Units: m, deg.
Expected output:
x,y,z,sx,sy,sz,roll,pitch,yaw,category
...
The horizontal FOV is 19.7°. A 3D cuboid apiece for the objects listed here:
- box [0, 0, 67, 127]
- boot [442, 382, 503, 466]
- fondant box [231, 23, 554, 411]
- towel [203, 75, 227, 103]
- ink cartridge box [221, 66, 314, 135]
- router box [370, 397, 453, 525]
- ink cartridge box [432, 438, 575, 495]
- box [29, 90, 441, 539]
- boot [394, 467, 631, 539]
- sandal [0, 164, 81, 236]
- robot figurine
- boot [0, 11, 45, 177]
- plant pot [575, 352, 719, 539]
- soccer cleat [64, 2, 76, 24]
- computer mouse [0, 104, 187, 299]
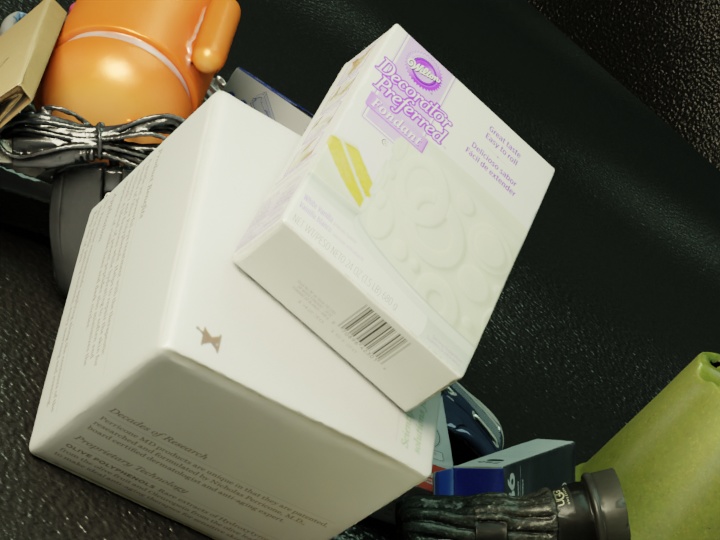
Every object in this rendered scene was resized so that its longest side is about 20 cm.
x,y,z,sx,sy,sz,roll,pitch,yaw,category
-0.276,-0.106,1.419,0.021,0.163,0.200,49,14,-18,box
0.033,0.096,1.625,0.199,0.073,0.090,35,12,-6,boot
0.025,-0.035,1.266,0.144,0.058,0.201,41,44,-14,fondant box
-0.058,-0.071,1.792,0.191,0.032,0.200,41,-12,12,towel
-0.028,-0.087,1.586,0.094,0.044,0.200,30,4,-38,ink cartridge box
-0.031,0.078,1.500,0.199,0.049,0.180,22,41,-30,router box
0.109,0.183,1.515,0.039,0.100,0.200,1,4,27,ink cartridge box
-0.069,0.041,1.306,0.199,0.171,0.200,28,50,-23,box
0.103,0.225,1.409,0.156,0.213,0.080,-11,32,-4,boot
-0.210,-0.054,1.498,0.199,0.075,0.048,18,63,-20,sandal
-0.163,-0.154,1.503,0.143,0.117,0.201,16,50,3,robot figurine
-0.265,-0.128,1.595,0.073,0.096,0.200,24,22,-33,boot
0.274,0.176,1.694,0.200,0.185,0.201,32,18,-12,plant pot
-0.169,-0.128,1.599,0.086,0.070,0.201,-15,61,-11,soccer cleat
-0.177,-0.026,1.425,0.137,0.201,0.053,0,51,0,computer mouse
